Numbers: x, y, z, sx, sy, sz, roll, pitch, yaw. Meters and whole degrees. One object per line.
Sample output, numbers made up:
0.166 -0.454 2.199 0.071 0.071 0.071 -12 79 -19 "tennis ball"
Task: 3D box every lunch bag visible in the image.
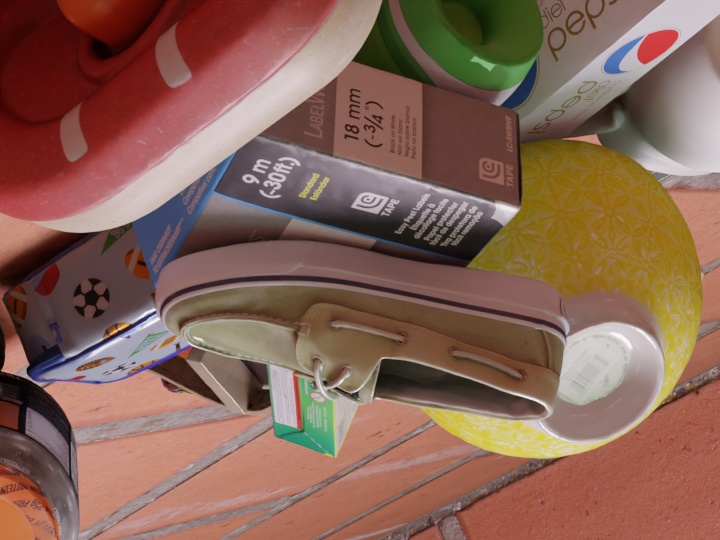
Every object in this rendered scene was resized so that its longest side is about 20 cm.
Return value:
-0.114 0.008 0.932 0.200 0.076 0.160 -25 167 11 "lunch bag"

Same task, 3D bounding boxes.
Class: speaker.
0.007 -0.085 0.765 0.088 0.089 0.200 -11 161 -39 "speaker"

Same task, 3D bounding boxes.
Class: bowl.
0.116 0.037 0.836 0.200 0.108 0.201 -6 119 -11 "bowl"

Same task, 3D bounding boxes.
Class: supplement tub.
-0.237 0.141 0.909 0.122 0.123 0.200 -21 -167 -7 "supplement tub"

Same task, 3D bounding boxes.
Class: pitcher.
0.196 -0.115 0.919 0.171 0.122 0.200 -5 174 -8 "pitcher"

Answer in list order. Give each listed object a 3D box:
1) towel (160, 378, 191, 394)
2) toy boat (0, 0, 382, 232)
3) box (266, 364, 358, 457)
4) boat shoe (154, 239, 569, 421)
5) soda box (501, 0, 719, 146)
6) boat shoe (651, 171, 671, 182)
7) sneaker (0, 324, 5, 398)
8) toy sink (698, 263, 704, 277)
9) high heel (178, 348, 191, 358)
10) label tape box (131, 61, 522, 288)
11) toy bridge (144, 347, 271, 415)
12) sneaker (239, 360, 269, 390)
-0.062 0.070 1.233 0.200 0.023 0.144 -15 -178 -26 "towel"
-0.095 -0.106 0.532 0.200 0.131 0.131 -33 132 29 "toy boat"
0.000 0.000 0.902 0.117 0.048 0.200 90 22 -54 "box"
0.001 0.030 0.688 0.199 0.062 0.072 4 149 0 "boat shoe"
0.121 -0.132 0.805 0.064 0.068 0.200 -8 159 -41 "soda box"
0.184 -0.040 1.225 0.200 0.062 0.073 -28 164 18 "boat shoe"
-0.250 0.057 0.855 0.077 0.084 0.200 -24 175 -2 "sneaker"
0.119 -0.020 0.984 0.130 0.200 0.112 15 112 -21 "toy sink"
-0.060 0.025 1.120 0.199 0.068 0.096 -11 -158 16 "high heel"
-0.044 -0.041 0.697 0.199 0.063 0.144 14 146 -18 "label tape box"
-0.092 0.072 1.013 0.200 0.067 0.027 7 -126 41 "toy bridge"
-0.028 0.052 1.020 0.200 0.092 0.076 9 -134 36 "sneaker"
